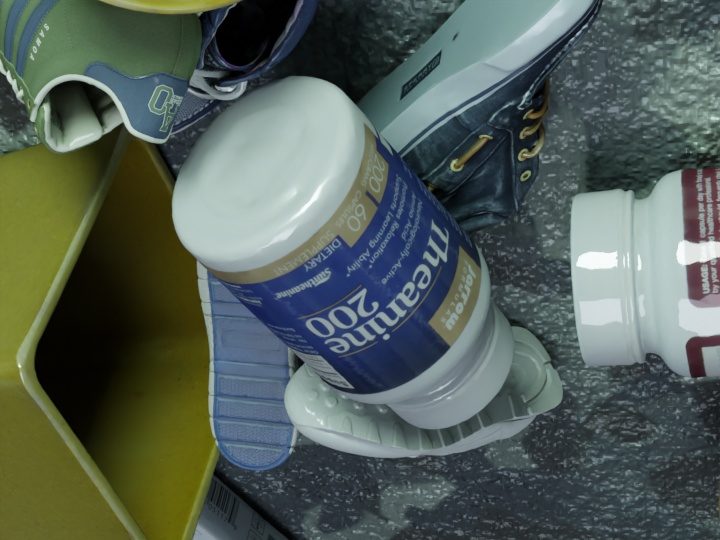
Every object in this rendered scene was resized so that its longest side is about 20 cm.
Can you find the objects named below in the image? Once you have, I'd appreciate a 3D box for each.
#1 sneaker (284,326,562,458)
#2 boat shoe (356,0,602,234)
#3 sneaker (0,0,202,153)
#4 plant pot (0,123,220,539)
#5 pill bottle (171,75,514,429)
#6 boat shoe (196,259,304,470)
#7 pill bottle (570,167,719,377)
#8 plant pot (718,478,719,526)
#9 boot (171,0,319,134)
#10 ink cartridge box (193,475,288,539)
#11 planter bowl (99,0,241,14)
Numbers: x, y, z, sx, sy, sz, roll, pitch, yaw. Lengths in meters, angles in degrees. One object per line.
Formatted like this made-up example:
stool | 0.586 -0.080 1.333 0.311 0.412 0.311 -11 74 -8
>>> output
sneaker | 0.031 0.085 1.084 0.198 0.077 0.080 1 153 -39
boat shoe | 0.077 -0.091 0.958 0.090 0.071 0.200 32 138 -22
sneaker | -0.156 -0.105 0.908 0.199 0.091 0.067 6 176 41
plant pot | -0.204 0.053 1.065 0.198 0.197 0.195 -5 134 24
pill bottle | 0.000 0.000 0.949 0.110 0.112 0.200 -19 137 26
boat shoe | -0.058 0.012 1.068 0.071 0.072 0.202 9 109 2
pill bottle | 0.218 -0.001 0.987 0.198 0.115 0.115 -3 134 13
plant pot | 0.323 0.143 1.084 0.198 0.188 0.187 -5 135 31
boot | -0.080 -0.118 0.935 0.072 0.091 0.200 26 133 -17
ink cartridge box | -0.154 0.214 1.312 0.199 0.057 0.163 -20 129 36
planter bowl | -0.105 -0.213 0.821 0.200 0.202 0.083 35 166 -24
